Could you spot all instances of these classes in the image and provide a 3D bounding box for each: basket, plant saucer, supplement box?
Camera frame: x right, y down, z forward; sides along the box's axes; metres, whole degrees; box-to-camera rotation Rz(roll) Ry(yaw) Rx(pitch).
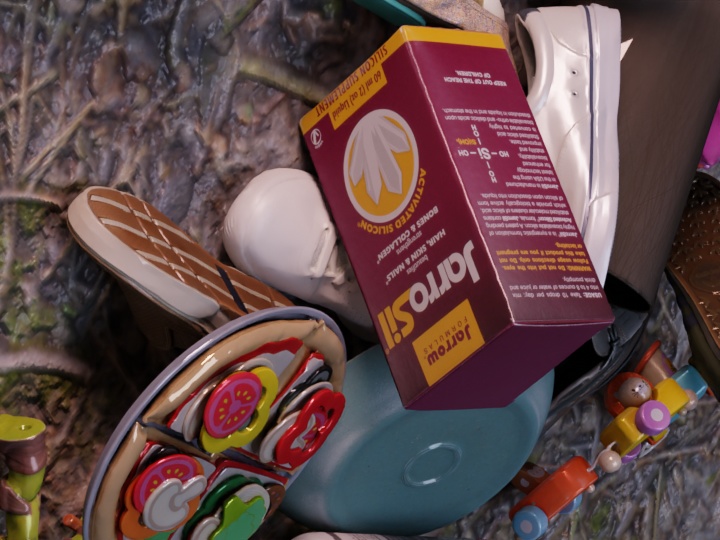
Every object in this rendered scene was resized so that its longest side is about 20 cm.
[{"bbox_3d":[0.159,-0.097,1.791,0.180,0.136,0.200,31,80,-50],"label":"basket"},{"bbox_3d":[0.039,0.112,1.754,0.200,0.036,0.200,-18,143,-15],"label":"plant saucer"},{"bbox_3d":[0.054,-0.030,1.632,0.086,0.200,0.110,0,150,-41],"label":"supplement box"}]

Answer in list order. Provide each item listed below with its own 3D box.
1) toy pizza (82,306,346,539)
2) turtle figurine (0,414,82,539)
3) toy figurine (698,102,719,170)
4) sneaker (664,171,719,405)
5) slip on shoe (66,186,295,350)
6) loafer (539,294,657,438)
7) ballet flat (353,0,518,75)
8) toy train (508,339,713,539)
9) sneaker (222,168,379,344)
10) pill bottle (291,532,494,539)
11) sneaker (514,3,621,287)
[{"bbox_3d":[-0.077,0.108,1.610,0.200,0.032,0.200,-35,148,-26],"label":"toy pizza"},{"bbox_3d":[-0.206,0.174,1.564,0.200,0.064,0.162,-31,128,-35],"label":"turtle figurine"},{"bbox_3d":[0.274,-0.122,1.935,0.184,0.150,0.200,-20,148,-25],"label":"toy figurine"},{"bbox_3d":[0.246,0.027,1.919,0.067,0.200,0.090,-12,134,-5],"label":"sneaker"},{"bbox_3d":[-0.107,0.018,1.604,0.061,0.076,0.200,-40,142,15],"label":"slip on shoe"},{"bbox_3d":[0.141,0.054,1.871,0.200,0.072,0.063,-48,176,-18],"label":"loafer"},{"bbox_3d":[0.047,-0.168,1.683,0.200,0.068,0.067,35,73,-51],"label":"ballet flat"},{"bbox_3d":[0.174,0.112,1.942,0.150,0.056,0.200,-46,170,36],"label":"toy train"},{"bbox_3d":[0.000,0.000,1.690,0.200,0.088,0.075,31,85,-50],"label":"sneaker"},{"bbox_3d":[0.005,0.222,1.748,0.200,0.111,0.111,5,106,-23],"label":"pill bottle"},{"bbox_3d":[0.119,-0.066,1.679,0.073,0.071,0.201,96,-3,-71],"label":"sneaker"}]
